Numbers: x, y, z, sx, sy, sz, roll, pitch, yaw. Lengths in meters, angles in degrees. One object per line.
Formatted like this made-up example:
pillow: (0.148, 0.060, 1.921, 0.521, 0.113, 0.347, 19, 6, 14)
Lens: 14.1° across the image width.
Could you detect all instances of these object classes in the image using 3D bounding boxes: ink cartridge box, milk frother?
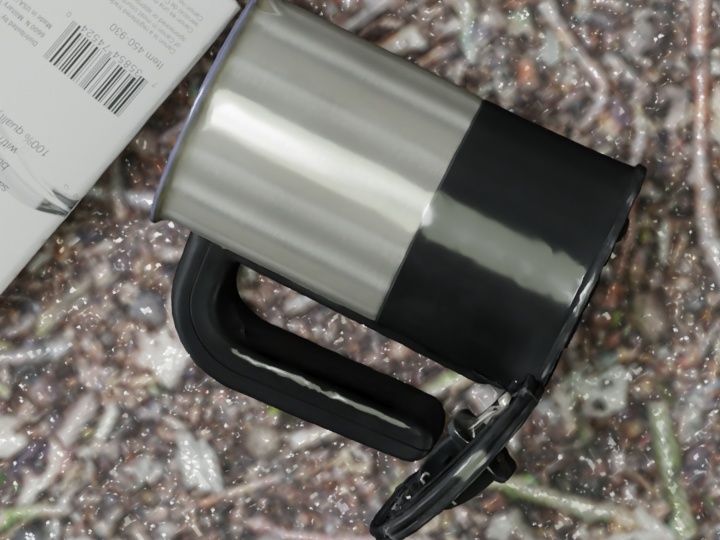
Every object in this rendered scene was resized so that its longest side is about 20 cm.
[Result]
ink cartridge box: (-0.174, -0.092, 1.266, 0.147, 0.083, 0.200, 39, 96, -21)
milk frother: (0.000, 0.000, 1.225, 0.188, 0.200, 0.181, 26, 99, 2)
